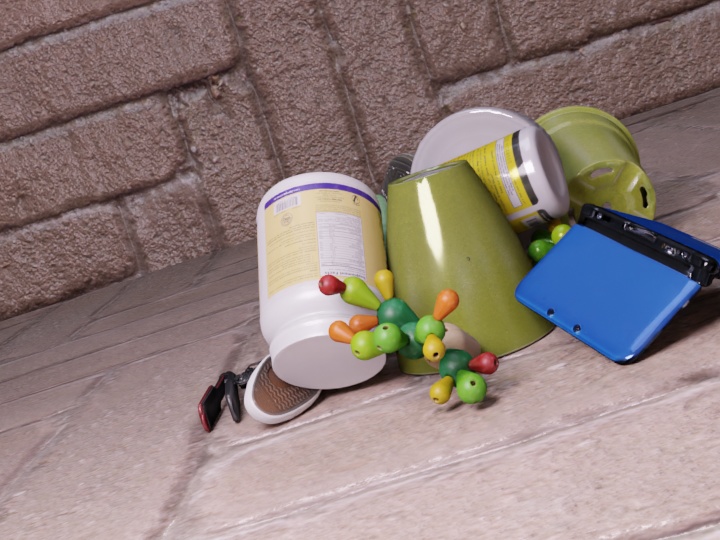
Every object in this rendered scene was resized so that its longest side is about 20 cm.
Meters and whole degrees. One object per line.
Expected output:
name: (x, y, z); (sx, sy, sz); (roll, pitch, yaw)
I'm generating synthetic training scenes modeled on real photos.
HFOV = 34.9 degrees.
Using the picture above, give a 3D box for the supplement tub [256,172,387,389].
supplement tub: (-0.040, 0.011, 1.249); (0.143, 0.202, 0.146); (-4, -31, -2)

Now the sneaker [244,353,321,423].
sneaker: (-0.081, 0.128, 1.296); (0.085, 0.073, 0.200); (-53, -4, 33)

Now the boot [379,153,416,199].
boot: (0.094, -0.104, 1.609); (0.072, 0.183, 0.200); (33, 29, 18)

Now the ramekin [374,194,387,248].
ramekin: (0.000, 0.000, 1.451); (0.096, 0.203, 0.200); (-10, 8, -2)

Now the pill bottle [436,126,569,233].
pill bottle: (0.141, -0.086, 1.378); (0.198, 0.114, 0.112); (-21, 6, 23)

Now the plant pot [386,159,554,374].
plant pot: (0.101, -0.013, 1.274); (0.185, 0.202, 0.187); (-18, 8, 3)

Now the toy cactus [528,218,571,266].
toy cactus: (0.273, -0.008, 1.331); (0.163, 0.104, 0.200); (1, 3, -16)

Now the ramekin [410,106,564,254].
ramekin: (0.171, -0.115, 1.474); (0.200, 0.205, 0.094); (-14, 11, 24)

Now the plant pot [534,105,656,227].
plant pot: (0.316, -0.109, 1.575); (0.198, 0.202, 0.184); (-18, 20, 1)

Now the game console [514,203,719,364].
game console: (0.284, 0.018, 1.142); (0.169, 0.120, 0.200); (12, 14, -30)

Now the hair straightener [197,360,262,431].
hair straightener: (-0.142, 0.144, 1.374); (0.076, 0.041, 0.200); (-17, 4, 4)

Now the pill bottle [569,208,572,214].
pill bottle: (0.270, -0.119, 1.917); (0.198, 0.111, 0.109); (-22, 9, -26)

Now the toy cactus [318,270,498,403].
toy cactus: (0.064, 0.060, 1.115); (0.199, 0.103, 0.164); (25, 5, 36)
